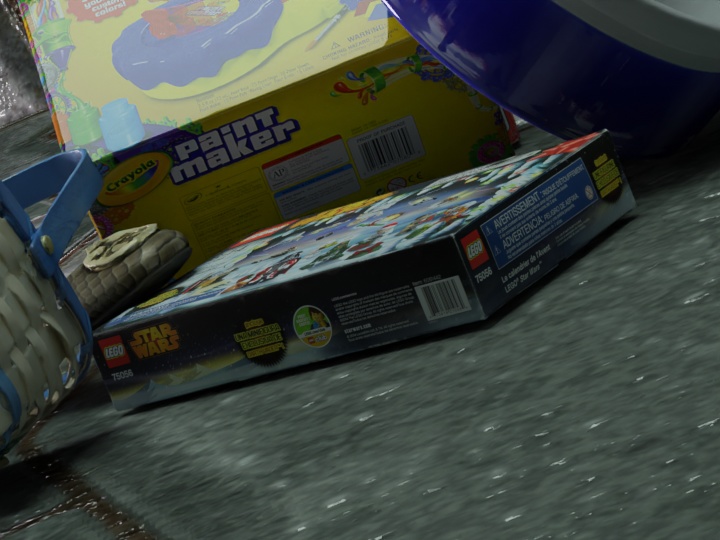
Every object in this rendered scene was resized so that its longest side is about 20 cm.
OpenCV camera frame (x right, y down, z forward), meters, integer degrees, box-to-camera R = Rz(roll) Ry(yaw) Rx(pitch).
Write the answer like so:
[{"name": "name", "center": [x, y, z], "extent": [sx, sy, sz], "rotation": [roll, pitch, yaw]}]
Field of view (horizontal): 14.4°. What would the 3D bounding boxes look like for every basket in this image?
[{"name": "basket", "center": [-0.202, 0.022, 1.194], "extent": [0.176, 0.139, 0.200], "rotation": [-24, 23, 16]}]

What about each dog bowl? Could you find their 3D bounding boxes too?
[{"name": "dog bowl", "center": [0.094, -0.145, 1.305], "extent": [0.079, 0.200, 0.200], "rotation": [-54, -7, 28]}]

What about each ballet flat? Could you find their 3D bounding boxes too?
[{"name": "ballet flat", "center": [-0.148, 0.019, 1.307], "extent": [0.067, 0.046, 0.200], "rotation": [-31, 1, -43]}]

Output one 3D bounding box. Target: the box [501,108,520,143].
[{"name": "box", "center": [-0.024, -0.085, 1.552], "extent": [0.200, 0.100, 0.095], "rotation": [-22, 9, 2]}]

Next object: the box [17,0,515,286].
[{"name": "box", "center": [-0.052, -0.106, 1.406], "extent": [0.200, 0.122, 0.193], "rotation": [-22, 46, 0]}]

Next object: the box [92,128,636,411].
[{"name": "box", "center": [0.000, 0.000, 1.208], "extent": [0.200, 0.040, 0.137], "rotation": [-15, 11, 36]}]
